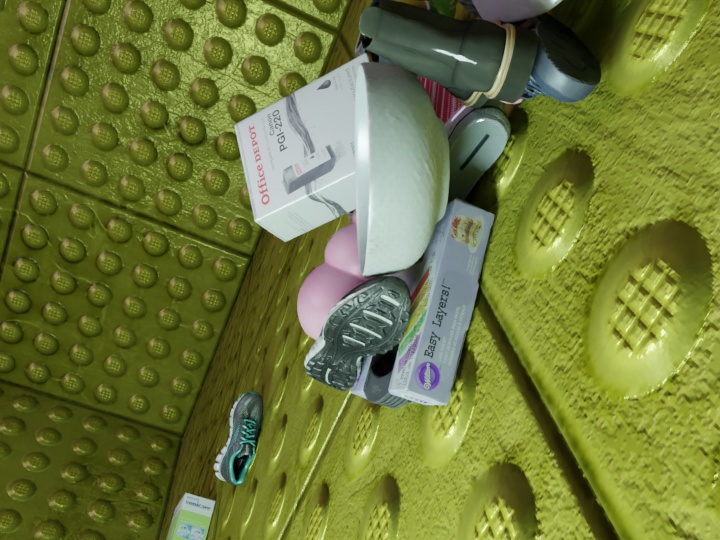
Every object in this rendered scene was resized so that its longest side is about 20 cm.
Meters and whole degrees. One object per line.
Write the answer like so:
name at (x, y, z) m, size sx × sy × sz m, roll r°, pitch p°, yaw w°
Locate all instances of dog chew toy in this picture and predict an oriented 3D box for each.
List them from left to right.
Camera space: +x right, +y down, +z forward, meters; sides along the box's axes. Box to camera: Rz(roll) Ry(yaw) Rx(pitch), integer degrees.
dog chew toy at (0.000, 0.000, 0.856) m, size 0.204 × 0.122 × 0.124 m, roll -66°, pitch 14°, yaw -3°

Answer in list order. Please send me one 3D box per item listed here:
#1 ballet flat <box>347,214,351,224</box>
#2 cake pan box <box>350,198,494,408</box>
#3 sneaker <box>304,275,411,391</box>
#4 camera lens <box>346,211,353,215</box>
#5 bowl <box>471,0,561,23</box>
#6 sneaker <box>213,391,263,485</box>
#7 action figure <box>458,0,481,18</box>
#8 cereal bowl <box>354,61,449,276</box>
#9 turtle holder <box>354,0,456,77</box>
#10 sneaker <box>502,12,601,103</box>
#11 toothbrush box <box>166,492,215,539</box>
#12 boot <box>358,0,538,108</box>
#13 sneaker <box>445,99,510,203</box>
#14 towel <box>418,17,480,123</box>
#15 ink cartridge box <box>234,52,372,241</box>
ballet flat at (0.006, -0.070, 1.040) m, size 0.201 × 0.069 × 0.067 m, roll -98°, pitch 17°, yaw -69°
cake pan box at (0.058, 0.046, 0.713) m, size 0.184 × 0.051 × 0.205 m, roll 148°, pitch 139°, yaw -72°
sneaker at (-0.005, 0.052, 0.704) m, size 0.200 × 0.073 × 0.081 m, roll -51°, pitch 18°, yaw 54°
camera lens at (0.005, -0.182, 0.992) m, size 0.201 × 0.157 × 0.162 m, roll -100°, pitch 33°, yaw -64°
bowl at (0.175, -0.320, 0.591) m, size 0.200 × 0.074 × 0.200 m, roll -47°, pitch 18°, yaw 7°
sneaker at (-0.244, 0.362, 1.438) m, size 0.091 × 0.076 × 0.205 m, roll 15°, pitch 88°, yaw 60°
action figure at (0.151, -0.396, 0.749) m, size 0.134 × 0.146 × 0.204 m, roll -114°, pitch 47°, yaw -72°
cereal bowl at (0.038, -0.096, 0.655) m, size 0.200 × 0.081 × 0.206 m, roll 179°, pitch 90°, yaw -87°
turtle holder at (0.069, -0.349, 1.029) m, size 0.185 × 0.129 × 0.144 m, roll 169°, pitch 121°, yaw -74°
sneaker at (0.155, -0.174, 0.599) m, size 0.083 × 0.069 × 0.201 m, roll -56°, pitch 11°, yaw 30°
toothbrush box at (-0.440, 0.682, 1.686) m, size 0.146 × 0.084 × 0.203 m, roll 126°, pitch 158°, yaw -49°
boot at (0.060, -0.197, 0.588) m, size 0.200 × 0.135 × 0.079 m, roll -116°, pitch 40°, yaw -79°
sneaker at (0.099, -0.112, 0.753) m, size 0.200 × 0.072 × 0.072 m, roll -44°, pitch 19°, yaw 42°
towel at (0.118, -0.227, 0.819) m, size 0.199 × 0.022 × 0.147 m, roll -35°, pitch 36°, yaw 46°
ink cartridge box at (-0.045, -0.148, 0.834) m, size 0.197 × 0.085 × 0.149 m, roll -24°, pitch 67°, yaw 18°
